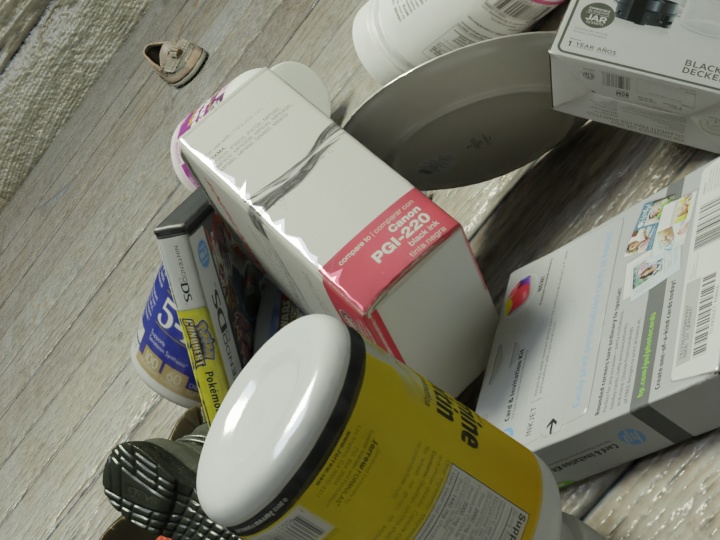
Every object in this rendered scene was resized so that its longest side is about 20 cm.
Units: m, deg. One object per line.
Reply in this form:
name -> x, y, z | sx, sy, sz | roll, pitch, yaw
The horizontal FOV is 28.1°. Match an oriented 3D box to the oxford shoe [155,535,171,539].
oxford shoe -> -0.154, 0.252, 1.081 | 0.199, 0.072, 0.072 | -32, 55, 32

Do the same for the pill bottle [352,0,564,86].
pill bottle -> 0.087, -0.235, 1.219 | 0.200, 0.113, 0.114 | -32, 31, 47

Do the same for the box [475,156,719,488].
box -> 0.145, 0.034, 0.796 | 0.200, 0.041, 0.157 | -32, 31, 46

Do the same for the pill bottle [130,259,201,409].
pill bottle -> -0.110, 0.009, 1.214 | 0.120, 0.119, 0.201 | -95, 26, -59

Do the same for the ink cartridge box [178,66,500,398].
ink cartridge box -> -0.011, -0.016, 0.912 | 0.085, 0.146, 0.200 | -43, 54, -11

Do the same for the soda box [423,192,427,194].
soda box -> 0.000, 0.000, 1.123 | 0.064, 0.068, 0.201 | -41, 26, 39

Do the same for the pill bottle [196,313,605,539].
pill bottle -> 0.027, 0.117, 0.706 | 0.112, 0.199, 0.112 | -45, 23, 25

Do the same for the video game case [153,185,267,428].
video game case -> -0.083, 0.024, 1.033 | 0.025, 0.182, 0.200 | -9, 17, 15

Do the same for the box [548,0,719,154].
box -> 0.201, -0.180, 0.876 | 0.060, 0.116, 0.201 | 72, -142, -60

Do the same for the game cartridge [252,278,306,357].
game cartridge -> -0.007, 0.048, 0.987 | 0.132, 0.042, 0.201 | -3, 48, 6

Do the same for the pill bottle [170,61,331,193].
pill bottle -> -0.116, -0.150, 1.544 | 0.199, 0.112, 0.113 | -25, 36, 54

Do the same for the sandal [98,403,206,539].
sandal -> -0.161, 0.201, 1.176 | 0.201, 0.081, 0.055 | -65, 6, -20

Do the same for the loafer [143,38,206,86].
loafer -> -0.304, -0.338, 2.304 | 0.072, 0.063, 0.200 | -58, 21, -7

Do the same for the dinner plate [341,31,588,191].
dinner plate -> 0.079, -0.095, 0.965 | 0.200, 0.199, 0.024 | -36, 61, 42

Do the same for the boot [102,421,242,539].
boot -> -0.073, 0.172, 0.999 | 0.130, 0.200, 0.068 | -6, -50, -57
